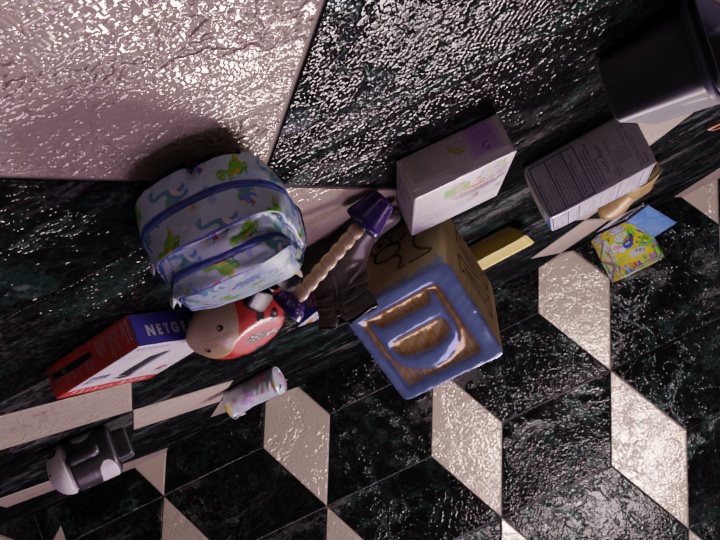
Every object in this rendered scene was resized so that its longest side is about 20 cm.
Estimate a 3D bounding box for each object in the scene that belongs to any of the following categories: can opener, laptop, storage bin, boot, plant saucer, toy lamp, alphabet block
[{"bbox_3d":[-0.129,0.008,1.085,0.079,0.063,0.200,-53,175,7],"label":"can opener"},{"bbox_3d":[0.991,-0.158,2.744,0.197,0.118,0.188,-24,169,-9],"label":"laptop"},{"bbox_3d":[0.394,-0.236,0.944,0.133,0.149,0.198,-20,175,39],"label":"storage bin"},{"bbox_3d":[0.000,0.000,1.134,0.198,0.133,0.067,-31,167,27],"label":"boot"},{"bbox_3d":[0.322,-0.050,1.881,0.197,0.049,0.200,-29,169,15],"label":"plant saucer"},{"bbox_3d":[-0.034,-0.022,1.020,0.200,0.058,0.058,-46,169,-1],"label":"toy lamp"},{"bbox_3d":[0.104,0.051,1.255,0.193,0.198,0.201,-26,-156,18],"label":"alphabet block"},{"bbox_3d":[0.686,-0.206,1.956,0.174,0.067,0.200,-41,167,12],"label":"boot"}]

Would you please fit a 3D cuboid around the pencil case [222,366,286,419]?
[{"bbox_3d":[-0.316,0.363,2.264,0.198,0.092,0.083,-30,129,13],"label":"pencil case"}]

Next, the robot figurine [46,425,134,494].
[{"bbox_3d":[-0.645,0.448,1.816,0.197,0.125,0.153,-22,128,-18],"label":"robot figurine"}]

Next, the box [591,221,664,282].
[{"bbox_3d":[1.070,-0.088,3.052,0.197,0.196,0.122,-24,169,-3],"label":"box"}]

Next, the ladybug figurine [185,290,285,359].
[{"bbox_3d":[-0.177,0.077,1.153,0.199,0.072,0.137,-21,145,-57],"label":"ladybug figurine"}]

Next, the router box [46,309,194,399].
[{"bbox_3d":[-0.338,0.121,1.152,0.178,0.050,0.199,-30,168,23],"label":"router box"}]

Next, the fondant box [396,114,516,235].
[{"bbox_3d":[0.123,-0.123,1.035,0.142,0.059,0.200,-25,170,-2],"label":"fondant box"}]

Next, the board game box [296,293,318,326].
[{"bbox_3d":[-0.034,0.036,1.466,0.133,0.045,0.200,-17,166,-38],"label":"board game box"}]

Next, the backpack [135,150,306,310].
[{"bbox_3d":[-0.127,-0.034,0.707,0.160,0.156,0.201,-17,156,-6],"label":"backpack"}]

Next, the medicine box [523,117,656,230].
[{"bbox_3d":[0.401,-0.168,1.344,0.197,0.105,0.182,-27,169,12],"label":"medicine box"}]
